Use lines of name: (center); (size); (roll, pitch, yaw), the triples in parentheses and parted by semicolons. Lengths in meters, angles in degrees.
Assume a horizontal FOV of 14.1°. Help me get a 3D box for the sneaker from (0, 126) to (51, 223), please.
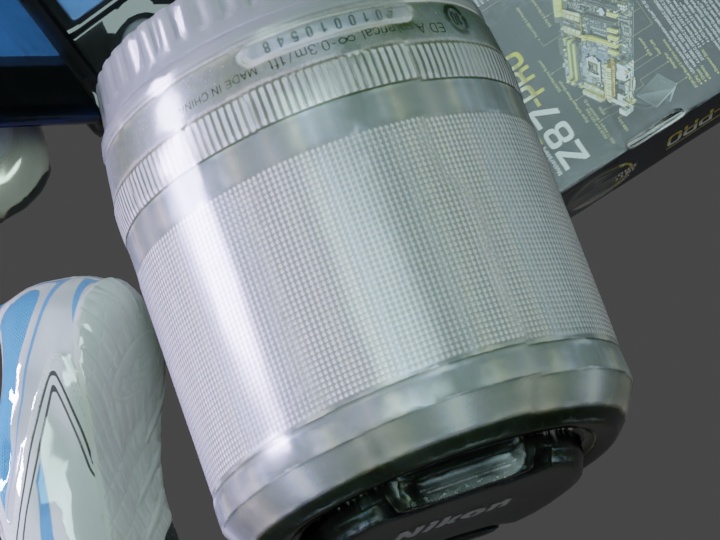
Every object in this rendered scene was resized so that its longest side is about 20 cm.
sneaker: (-0.208, -0.093, 1.140); (0.200, 0.093, 0.070); (40, 79, 12)

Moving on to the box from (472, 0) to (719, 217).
box: (0.089, -0.143, 1.169); (0.161, 0.049, 0.201); (-32, 76, -9)

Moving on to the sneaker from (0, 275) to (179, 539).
sneaker: (-0.108, 0.103, 1.102); (0.072, 0.072, 0.202); (-9, 79, 39)

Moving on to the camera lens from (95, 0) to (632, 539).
camera lens: (0.000, 0.000, 1.071); (0.159, 0.160, 0.201); (-19, 74, -4)

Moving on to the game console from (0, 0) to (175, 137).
game console: (-0.139, -0.161, 1.145); (0.170, 0.118, 0.200); (-36, 77, -8)
